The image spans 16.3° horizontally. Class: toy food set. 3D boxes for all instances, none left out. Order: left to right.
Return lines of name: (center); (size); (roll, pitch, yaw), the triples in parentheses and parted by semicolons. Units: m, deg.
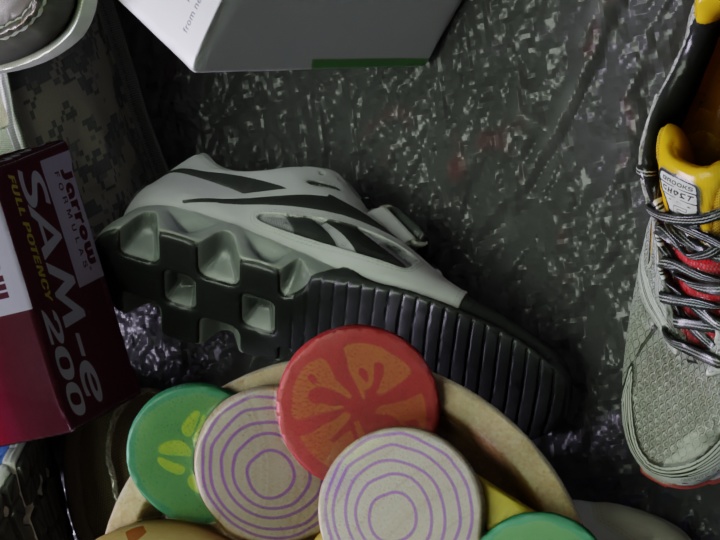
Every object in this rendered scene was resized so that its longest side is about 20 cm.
toy food set: (-0.009, 0.124, 0.920); (0.200, 0.049, 0.198); (31, 95, 11)

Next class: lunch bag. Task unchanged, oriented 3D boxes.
lunch bag: (-0.183, -0.061, 1.081); (0.164, 0.118, 0.201); (-17, 94, 28)

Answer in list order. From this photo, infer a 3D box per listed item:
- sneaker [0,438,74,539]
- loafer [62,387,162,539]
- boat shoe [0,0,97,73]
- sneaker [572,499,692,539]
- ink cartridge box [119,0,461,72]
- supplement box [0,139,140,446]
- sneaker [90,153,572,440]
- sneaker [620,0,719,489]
sneaker: (-0.170, 0.103, 1.073); (0.200, 0.089, 0.079); (-139, 35, -78)
loafer: (-0.061, 0.135, 1.066); (0.067, 0.076, 0.201); (-24, 88, 36)
boat shoe: (-0.187, -0.116, 0.976); (0.201, 0.060, 0.072); (10, 99, 38)
sneaker: (0.032, 0.117, 0.967); (0.199, 0.093, 0.071); (3, 85, 39)
ink cartridge box: (-0.063, -0.169, 0.996); (0.200, 0.146, 0.084); (44, 120, 29)
supplement box: (-0.198, 0.024, 1.013); (0.199, 0.061, 0.109); (-13, 99, 26)
sneaker: (0.000, 0.000, 1.007); (0.199, 0.089, 0.074); (22, 135, 11)
sneaker: (0.125, -0.019, 0.897); (0.078, 0.082, 0.201); (19, 105, 36)
